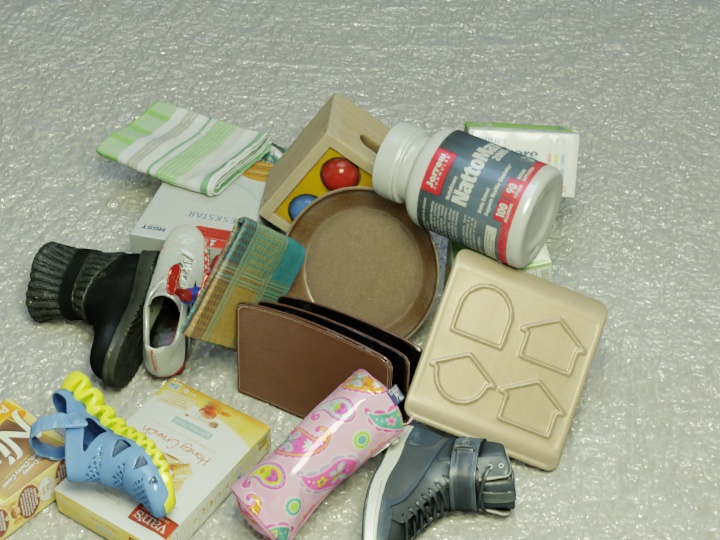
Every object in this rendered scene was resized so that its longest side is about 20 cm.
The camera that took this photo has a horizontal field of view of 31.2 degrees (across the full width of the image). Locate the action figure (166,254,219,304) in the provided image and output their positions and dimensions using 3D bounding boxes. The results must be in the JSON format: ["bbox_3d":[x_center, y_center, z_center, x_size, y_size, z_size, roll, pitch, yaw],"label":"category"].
[{"bbox_3d":[-0.158,0.013,1.506,0.064,0.200,0.100,15,77,15],"label":"action figure"}]

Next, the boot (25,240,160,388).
[{"bbox_3d":[-0.330,0.052,1.541,0.155,0.080,0.212,3,41,5],"label":"boot"}]

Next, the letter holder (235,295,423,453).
[{"bbox_3d":[-0.033,0.090,1.454,0.198,0.144,0.101,20,42,22],"label":"letter holder"}]

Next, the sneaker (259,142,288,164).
[{"bbox_3d":[-0.078,-0.131,1.799,0.199,0.078,0.091,28,29,25],"label":"sneaker"}]

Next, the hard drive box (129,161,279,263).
[{"bbox_3d":[-0.192,-0.064,1.692,0.154,0.078,0.201,9,39,10],"label":"hard drive box"}]

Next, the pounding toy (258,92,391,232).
[{"bbox_3d":[0.004,-0.092,1.624,0.199,0.184,0.143,33,34,-17],"label":"pounding toy"}]

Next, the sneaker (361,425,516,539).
[{"bbox_3d":[0.083,0.240,1.323,0.144,0.078,0.203,9,38,13],"label":"sneaker"}]

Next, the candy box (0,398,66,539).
[{"bbox_3d":[-0.402,0.228,1.337,0.115,0.056,0.199,28,45,28],"label":"candy box"}]

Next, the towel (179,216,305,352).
[{"bbox_3d":[-0.129,0.020,1.457,0.022,0.148,0.200,27,0,19],"label":"towel"}]

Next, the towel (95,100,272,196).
[{"bbox_3d":[-0.237,-0.171,1.740,0.198,0.031,0.149,20,41,24],"label":"towel"}]

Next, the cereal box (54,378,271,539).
[{"bbox_3d":[-0.208,0.211,1.379,0.143,0.040,0.200,22,43,23],"label":"cereal box"}]

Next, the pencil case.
[{"bbox_3d":[-0.040,0.191,1.326,0.200,0.088,0.087,-41,51,-14],"label":"pencil case"}]

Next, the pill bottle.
[{"bbox_3d":[0.118,-0.093,1.467,0.198,0.121,0.120,24,43,22],"label":"pill bottle"}]

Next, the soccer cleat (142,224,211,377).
[{"bbox_3d":[-0.220,0.027,1.524,0.068,0.085,0.202,6,63,6],"label":"soccer cleat"}]

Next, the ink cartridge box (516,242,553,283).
[{"bbox_3d":[0.196,-0.030,1.587,0.047,0.146,0.202,-12,47,3],"label":"ink cartridge box"}]

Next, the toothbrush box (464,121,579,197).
[{"bbox_3d":[0.212,-0.153,1.745,0.143,0.087,0.200,3,8,2],"label":"toothbrush box"}]

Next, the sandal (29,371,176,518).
[{"bbox_3d":[-0.264,0.190,1.309,0.199,0.080,0.087,33,52,32],"label":"sandal"}]

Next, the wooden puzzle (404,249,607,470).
[{"bbox_3d":[0.161,0.100,1.440,0.183,0.046,0.202,21,79,-2],"label":"wooden puzzle"}]

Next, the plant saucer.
[{"bbox_3d":[0.000,0.000,1.559,0.198,0.203,0.037,10,6,11],"label":"plant saucer"}]

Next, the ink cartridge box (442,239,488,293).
[{"bbox_3d":[0.134,0.024,1.572,0.058,0.105,0.201,1,39,-2],"label":"ink cartridge box"}]
